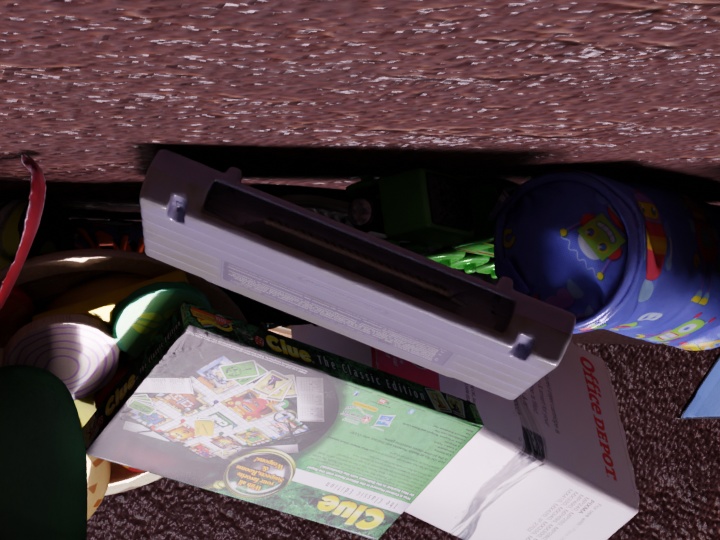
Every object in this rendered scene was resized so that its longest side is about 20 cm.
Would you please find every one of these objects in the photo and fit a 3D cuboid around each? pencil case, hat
[{"bbox_3d":[0.136,-0.002,0.992,0.087,0.078,0.200,-29,162,26],"label":"pencil case"},{"bbox_3d":[-0.175,0.054,0.996,0.165,0.177,0.199,21,168,-39],"label":"hat"}]

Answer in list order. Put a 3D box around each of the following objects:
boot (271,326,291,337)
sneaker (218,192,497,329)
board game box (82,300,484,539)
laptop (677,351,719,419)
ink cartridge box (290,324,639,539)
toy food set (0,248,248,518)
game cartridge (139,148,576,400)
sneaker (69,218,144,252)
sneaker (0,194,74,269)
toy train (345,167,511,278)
[{"bbox_3d":[-0.054,0.050,1.338,0.199,0.077,0.155,0,148,-46],"label":"boot"},{"bbox_3d":[0.000,0.000,1.101,0.198,0.077,0.114,7,175,-33],"label":"sneaker"},{"bbox_3d":[-0.040,0.085,1.070,0.199,0.024,0.105,22,120,-34],"label":"board game box"},{"bbox_3d":[0.270,0.016,0.963,0.199,0.117,0.187,-1,176,21],"label":"laptop"},{"bbox_3d":[0.061,0.083,1.209,0.199,0.145,0.084,29,121,-24],"label":"ink cartridge box"},{"bbox_3d":[-0.153,0.065,1.063,0.199,0.049,0.199,-17,136,1],"label":"toy food set"},{"bbox_3d":[-0.006,0.004,0.922,0.199,0.039,0.130,22,172,-1],"label":"game cartridge"},{"bbox_3d":[-0.162,0.002,1.174,0.198,0.076,0.078,-2,172,7],"label":"sneaker"},{"bbox_3d":[-0.201,0.028,1.121,0.080,0.074,0.201,15,136,16],"label":"sneaker"},{"bbox_3d":[0.059,-0.024,1.005,0.056,0.042,0.200,-14,169,28],"label":"toy train"}]
